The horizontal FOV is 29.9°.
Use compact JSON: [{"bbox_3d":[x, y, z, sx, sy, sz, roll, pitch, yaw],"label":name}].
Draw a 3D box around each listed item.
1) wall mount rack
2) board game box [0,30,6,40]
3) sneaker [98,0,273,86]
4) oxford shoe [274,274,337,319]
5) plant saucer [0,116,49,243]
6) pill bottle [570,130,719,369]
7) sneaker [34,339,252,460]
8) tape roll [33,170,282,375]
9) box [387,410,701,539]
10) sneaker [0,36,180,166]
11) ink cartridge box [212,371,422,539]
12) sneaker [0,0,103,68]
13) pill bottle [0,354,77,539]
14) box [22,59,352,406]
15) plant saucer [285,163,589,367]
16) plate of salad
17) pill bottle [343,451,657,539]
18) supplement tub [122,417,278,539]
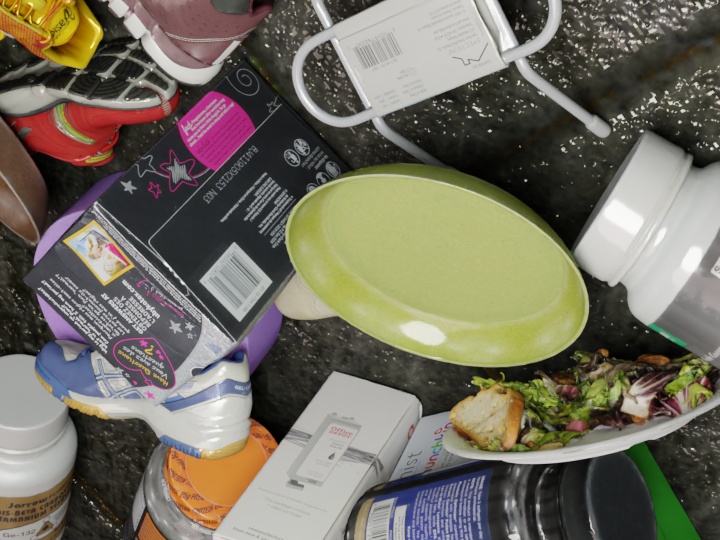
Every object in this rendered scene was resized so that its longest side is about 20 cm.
[{"bbox_3d":[0.062,-0.130,0.860,0.199,0.075,0.175,-17,111,37],"label":"wall mount rack"},{"bbox_3d":[-0.283,-0.291,0.956,0.200,0.026,0.200,43,133,-7],"label":"board game box"},{"bbox_3d":[-0.136,-0.225,0.889,0.115,0.076,0.200,-34,121,24],"label":"sneaker"},{"bbox_3d":[0.000,0.000,0.984,0.199,0.074,0.071,-25,110,39],"label":"oxford shoe"},{"bbox_3d":[-0.308,-0.107,1.053,0.200,0.034,0.201,41,160,18],"label":"plant saucer"},{"bbox_3d":[0.237,0.005,0.831,0.199,0.113,0.113,32,133,5],"label":"pill bottle"},{"bbox_3d":[-0.167,0.075,1.062,0.199,0.075,0.089,16,106,22],"label":"sneaker"},{"bbox_3d":[-0.165,0.020,1.098,0.199,0.066,0.201,16,130,19],"label":"tape roll"},{"bbox_3d":[0.147,0.198,1.039,0.176,0.097,0.201,-18,115,34],"label":"box"},{"bbox_3d":[-0.200,-0.119,1.016,0.199,0.077,0.085,3,131,40],"label":"sneaker"},{"bbox_3d":[-0.028,0.201,1.066,0.082,0.200,0.147,15,130,21],"label":"ink cartridge box"},{"bbox_3d":[-0.224,-0.188,0.887,0.077,0.200,0.073,29,92,14],"label":"sneaker"},{"bbox_3d":[-0.326,0.178,1.271,0.114,0.115,0.201,26,132,9],"label":"pill bottle"},{"bbox_3d":[-0.111,-0.027,0.940,0.132,0.200,0.115,45,134,-9],"label":"box"},{"bbox_3d":[0.050,-0.006,0.861,0.198,0.031,0.201,15,148,9],"label":"plant saucer"},{"bbox_3d":[0.148,0.081,0.891,0.199,0.200,0.048,-11,96,34],"label":"plate of salad"},{"bbox_3d":[0.093,0.181,0.914,0.199,0.112,0.112,-21,112,37],"label":"pill bottle"},{"bbox_3d":[-0.133,0.205,1.155,0.122,0.123,0.200,34,145,2],"label":"supplement tub"}]
